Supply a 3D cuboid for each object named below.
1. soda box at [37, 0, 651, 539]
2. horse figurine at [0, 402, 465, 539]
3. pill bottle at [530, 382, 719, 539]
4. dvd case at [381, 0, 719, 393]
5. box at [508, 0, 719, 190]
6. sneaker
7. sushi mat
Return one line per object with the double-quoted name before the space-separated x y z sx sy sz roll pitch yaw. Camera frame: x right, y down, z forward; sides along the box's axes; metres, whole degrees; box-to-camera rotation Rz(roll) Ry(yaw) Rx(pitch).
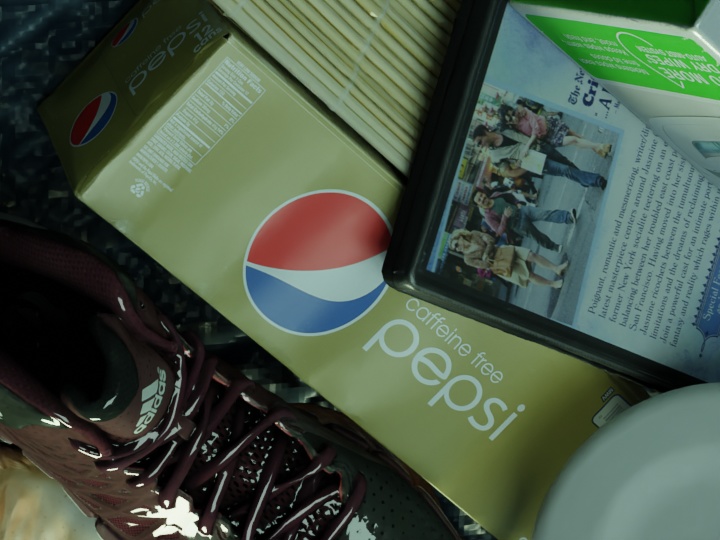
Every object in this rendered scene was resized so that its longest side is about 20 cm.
"soda box" 0.000 0.000 0.815 0.064 0.068 0.200 -45 119 7
"horse figurine" -0.062 0.089 0.841 0.200 0.050 0.133 -17 101 0
"pill bottle" 0.125 0.115 0.846 0.112 0.112 0.200 -36 153 1
"dvd case" 0.105 -0.033 0.817 0.200 0.018 0.143 22 82 -33
"box" 0.175 -0.101 0.776 0.176 0.097 0.200 37 80 -30
"sneaker" -0.048 0.053 0.757 0.200 0.116 0.076 34 82 -1
"sushi mat" 0.036 -0.059 0.799 0.200 0.012 0.096 41 58 -29
